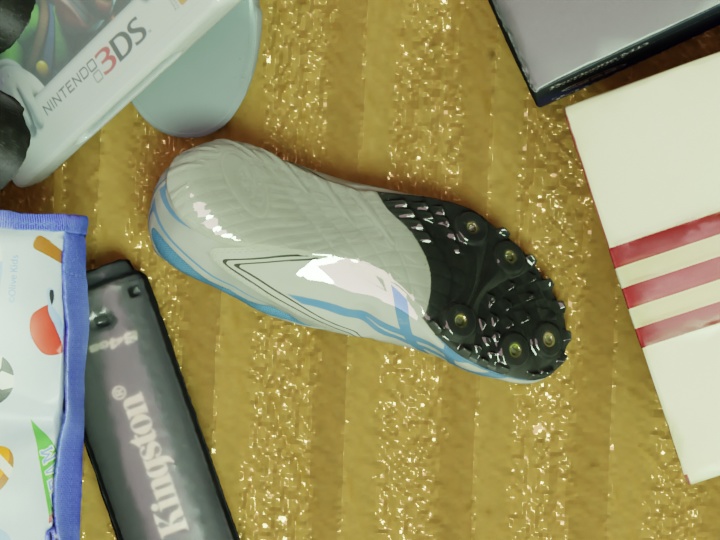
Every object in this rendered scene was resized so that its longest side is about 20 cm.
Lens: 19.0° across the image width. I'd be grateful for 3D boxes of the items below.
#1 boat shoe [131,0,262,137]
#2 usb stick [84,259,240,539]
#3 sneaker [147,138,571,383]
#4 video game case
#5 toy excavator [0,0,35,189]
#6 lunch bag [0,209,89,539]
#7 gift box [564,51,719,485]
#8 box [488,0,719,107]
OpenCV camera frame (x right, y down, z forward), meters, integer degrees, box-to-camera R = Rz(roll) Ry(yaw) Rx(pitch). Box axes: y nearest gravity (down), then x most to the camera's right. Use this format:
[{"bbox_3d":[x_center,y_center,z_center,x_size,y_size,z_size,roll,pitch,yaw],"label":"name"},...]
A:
[{"bbox_3d":[-0.078,-0.167,0.977,0.070,0.091,0.201,-1,116,7],"label":"boat shoe"},{"bbox_3d":[-0.094,0.095,0.990,0.055,0.033,0.201,-20,87,7],"label":"usb stick"},{"bbox_3d":[0.000,0.000,0.972,0.199,0.073,0.072,22,64,-6],"label":"sneaker"},{"bbox_3d":[-0.153,-0.161,0.948,0.182,0.023,0.201,-34,85,45],"label":"video game case"},{"bbox_3d":[-0.248,-0.118,0.940,0.199,0.100,0.196,-11,68,30],"label":"toy excavator"},{"bbox_3d":[-0.217,0.054,0.961,0.199,0.124,0.171,1,88,13],"label":"lunch bag"},{"bbox_3d":[0.210,-0.008,0.890,0.186,0.184,0.201,-20,91,15],"label":"gift box"},{"bbox_3d":[0.149,-0.146,0.911,0.199,0.141,0.079,-25,87,6],"label":"box"}]
